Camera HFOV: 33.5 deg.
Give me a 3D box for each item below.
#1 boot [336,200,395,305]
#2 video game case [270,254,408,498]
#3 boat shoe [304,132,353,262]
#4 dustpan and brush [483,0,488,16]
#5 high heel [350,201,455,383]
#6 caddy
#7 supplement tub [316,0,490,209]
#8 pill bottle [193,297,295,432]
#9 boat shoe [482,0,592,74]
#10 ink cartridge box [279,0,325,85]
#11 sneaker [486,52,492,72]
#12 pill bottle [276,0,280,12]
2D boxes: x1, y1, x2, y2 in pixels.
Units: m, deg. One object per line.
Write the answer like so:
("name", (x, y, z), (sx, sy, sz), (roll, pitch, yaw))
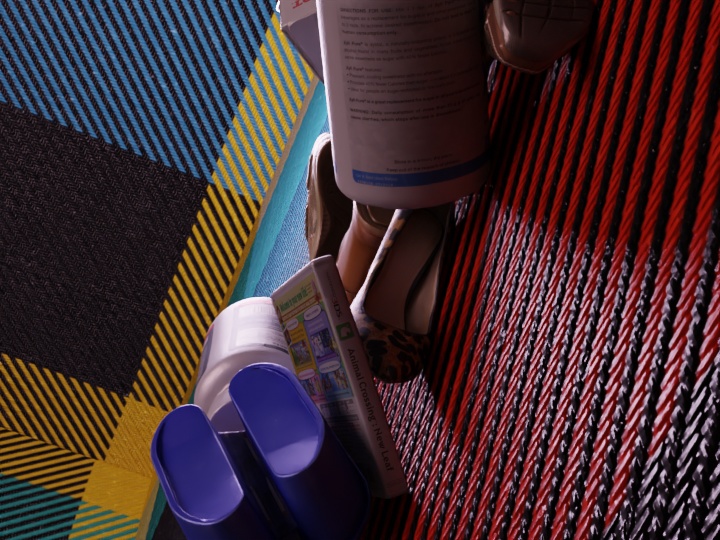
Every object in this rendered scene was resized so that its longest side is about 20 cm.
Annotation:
("boot", (0.000, 0.000, 1.155), (0.200, 0.076, 0.157), (-101, 34, -77))
("video game case", (-0.022, 0.091, 0.968), (0.200, 0.022, 0.184), (148, 104, -75))
("boat shoe", (-0.026, -0.048, 1.300), (0.065, 0.070, 0.203), (-139, 49, -67))
("dustpan and brush", (0.120, -0.276, 0.978), (0.140, 0.057, 0.199), (-58, -25, 13))
("high heel", (0.041, 0.001, 0.961), (0.200, 0.071, 0.144), (-87, 20, -71))
("caddy", (-0.074, 0.164, 0.911), (0.140, 0.106, 0.200), (-29, 30, -8))
("supplement tub", (0.035, -0.162, 0.940), (0.132, 0.130, 0.202), (-92, -3, -66))
("pill bottle", (-0.098, 0.116, 1.140), (0.200, 0.118, 0.121), (-96, 28, -69))
("boat shoe", (0.125, -0.185, 0.882), (0.201, 0.075, 0.072), (-68, 1, -56))
("ink cartridge box", (0.003, -0.286, 1.093), (0.145, 0.084, 0.202), (-21, 48, 20))
("sneaker", (0.062, -0.159, 1.085), (0.078, 0.077, 0.202), (-10, 57, 46))
("pill bottle", (0.018, -0.282, 1.267), (0.116, 0.198, 0.118), (-160, 90, -81))
